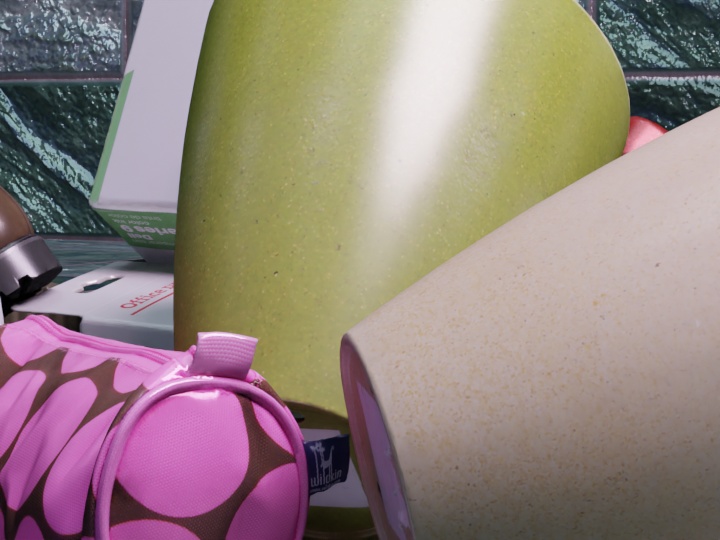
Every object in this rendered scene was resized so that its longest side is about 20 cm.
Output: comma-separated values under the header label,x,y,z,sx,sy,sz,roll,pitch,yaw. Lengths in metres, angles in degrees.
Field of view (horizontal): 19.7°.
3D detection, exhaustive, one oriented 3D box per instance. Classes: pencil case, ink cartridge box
label,x,y,z,sx,sy,sz,roll,pitch,yaw
pencil case,-0.091,0.062,0.718,0.090,0.095,0.200,-2,3,-32
ink cartridge box,-0.051,-0.053,1.112,0.087,0.146,0.200,2,-23,24
ink cartridge box,-0.055,0.046,0.989,0.199,0.068,0.117,7,15,23

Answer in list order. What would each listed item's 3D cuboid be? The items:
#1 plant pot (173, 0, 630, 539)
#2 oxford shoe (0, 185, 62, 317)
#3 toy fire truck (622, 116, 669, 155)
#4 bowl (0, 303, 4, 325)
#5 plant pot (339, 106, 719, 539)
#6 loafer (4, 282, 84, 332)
label,x,y,z,sx,sy,sz,roll,pitch,yaw
plant pot,0.000,0.000,0.821,0.186,0.201,0.188,11,-37,8
oxford shoe,-0.247,0.021,0.980,0.199,0.085,0.073,-34,-2,-11
toy fire truck,0.121,-0.025,0.963,0.200,0.112,0.168,37,-21,12
bowl,-0.248,0.017,0.865,0.104,0.202,0.201,-19,-5,24
plant pot,0.100,0.039,0.646,0.198,0.189,0.187,-14,5,-7
loafer,-0.225,0.046,1.062,0.199,0.077,0.067,-5,-1,-23
